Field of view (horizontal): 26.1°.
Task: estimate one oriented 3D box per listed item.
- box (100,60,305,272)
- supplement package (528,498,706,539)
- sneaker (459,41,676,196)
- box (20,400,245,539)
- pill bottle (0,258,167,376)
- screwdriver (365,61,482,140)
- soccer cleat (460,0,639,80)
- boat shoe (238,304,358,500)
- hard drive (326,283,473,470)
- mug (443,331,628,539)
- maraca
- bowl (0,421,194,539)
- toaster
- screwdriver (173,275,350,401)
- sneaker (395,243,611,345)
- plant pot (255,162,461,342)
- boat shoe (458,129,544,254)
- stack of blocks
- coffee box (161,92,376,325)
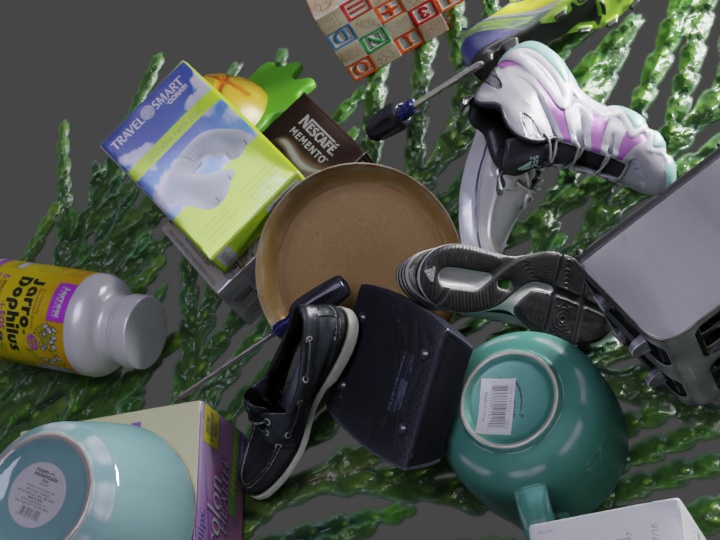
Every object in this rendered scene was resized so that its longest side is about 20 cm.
[{"bbox_3d":[-0.159,-0.109,1.506,0.122,0.048,0.200,-45,68,-2],"label":"box"},{"bbox_3d":[0.213,0.265,1.164,0.116,0.200,0.118,-14,59,17],"label":"supplement package"},{"bbox_3d":[0.177,-0.105,1.408,0.200,0.078,0.140,38,60,16],"label":"sneaker"},{"bbox_3d":[-0.216,0.233,1.443,0.198,0.097,0.177,-12,60,20],"label":"box"},{"bbox_3d":[-0.297,0.050,1.571,0.199,0.104,0.105,7,67,27],"label":"pill bottle"},{"bbox_3d":[0.058,-0.166,1.488,0.200,0.029,0.028,-33,35,60],"label":"screwdriver"},{"bbox_3d":[0.187,-0.260,1.535,0.199,0.065,0.084,-28,49,8],"label":"soccer cleat"},{"bbox_3d":[-0.074,0.117,1.419,0.200,0.066,0.075,-59,35,17],"label":"boat shoe"},{"bbox_3d":[0.033,0.091,1.356,0.200,0.042,0.136,26,101,67],"label":"hard drive"},{"bbox_3d":[0.151,0.139,1.311,0.152,0.114,0.185,-43,55,-2],"label":"mug"},{"bbox_3d":[-0.140,-0.154,1.605,0.199,0.107,0.137,-30,40,-3],"label":"maraca"},{"bbox_3d":[-0.255,0.213,1.350,0.199,0.105,0.202,-10,62,20],"label":"bowl"},{"bbox_3d":[0.294,0.002,1.281,0.199,0.181,0.119,-37,61,2],"label":"toaster"},{"bbox_3d":[-0.093,0.067,1.454,0.199,0.029,0.028,-34,95,12],"label":"screwdriver"},{"bbox_3d":[0.125,0.014,1.389,0.115,0.199,0.076,-172,95,-69],"label":"sneaker"},{"bbox_3d":[0.000,0.000,1.461,0.198,0.027,0.202,0,91,9],"label":"plant pot"},{"bbox_3d":[0.140,-0.094,1.463,0.065,0.074,0.202,-2,65,29],"label":"boat shoe"},{"bbox_3d":[0.051,-0.290,1.581,0.199,0.115,0.059,-29,56,7],"label":"stack of blocks"},{"bbox_3d":[-0.083,-0.062,1.544,0.200,0.080,0.113,-44,55,-2],"label":"coffee box"}]
